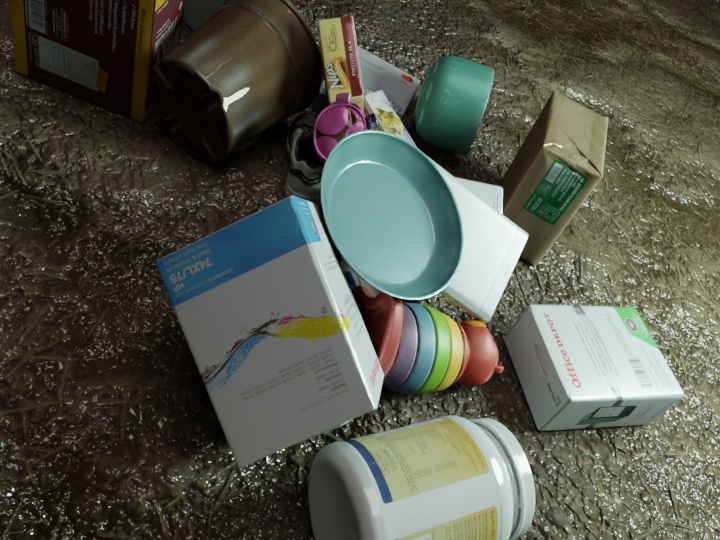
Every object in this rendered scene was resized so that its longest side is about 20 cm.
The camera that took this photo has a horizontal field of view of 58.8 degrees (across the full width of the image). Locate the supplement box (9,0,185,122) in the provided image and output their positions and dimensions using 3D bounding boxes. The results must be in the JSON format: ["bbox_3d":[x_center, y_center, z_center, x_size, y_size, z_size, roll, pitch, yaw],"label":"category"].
[{"bbox_3d":[-0.367,-0.361,0.907,0.195,0.199,0.135,20,45,-7],"label":"supplement box"}]

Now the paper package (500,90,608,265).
[{"bbox_3d":[0.301,-0.148,1.032,0.101,0.202,0.193,25,46,0],"label":"paper package"}]

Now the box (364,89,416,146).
[{"bbox_3d":[0.063,-0.201,1.046,0.038,0.042,0.204,-23,76,-21],"label":"box"}]

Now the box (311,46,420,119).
[{"bbox_3d":[0.015,-0.322,1.163,0.153,0.042,0.202,27,46,-2],"label":"box"}]

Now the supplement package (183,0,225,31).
[{"bbox_3d":[-0.244,-0.484,1.129,0.116,0.118,0.201,-26,65,-39],"label":"supplement package"}]

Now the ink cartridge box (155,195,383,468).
[{"bbox_3d":[-0.078,0.054,0.631,0.143,0.147,0.205,-23,90,5],"label":"ink cartridge box"}]

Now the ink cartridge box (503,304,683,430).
[{"bbox_3d":[0.313,0.130,0.875,0.194,0.085,0.149,3,50,-22],"label":"ink cartridge box"}]

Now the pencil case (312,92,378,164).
[{"bbox_3d":[-0.009,-0.179,0.920,0.088,0.200,0.097,-5,86,7],"label":"pencil case"}]

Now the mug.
[{"bbox_3d":[0.155,-0.289,1.139,0.111,0.186,0.156,17,68,0],"label":"mug"}]

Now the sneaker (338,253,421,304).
[{"bbox_3d":[-0.001,0.000,0.820,0.193,0.116,0.082,10,48,-16],"label":"sneaker"}]

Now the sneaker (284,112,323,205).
[{"bbox_3d":[-0.072,-0.187,0.971,0.073,0.089,0.204,8,47,-15],"label":"sneaker"}]

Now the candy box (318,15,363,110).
[{"bbox_3d":[-0.027,-0.283,0.976,0.053,0.200,0.119,-7,85,0],"label":"candy box"}]

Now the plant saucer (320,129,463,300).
[{"bbox_3d":[0.032,-0.060,0.726,0.195,0.036,0.206,14,63,-30],"label":"plant saucer"}]

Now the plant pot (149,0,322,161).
[{"bbox_3d":[-0.187,-0.276,0.934,0.198,0.202,0.199,33,53,7],"label":"plant pot"}]

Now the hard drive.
[{"bbox_3d":[0.110,-0.044,0.810,0.197,0.027,0.134,34,75,-13],"label":"hard drive"}]

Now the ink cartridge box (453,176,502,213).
[{"bbox_3d":[0.078,-0.078,0.894,0.194,0.146,0.089,7,80,-18],"label":"ink cartridge box"}]

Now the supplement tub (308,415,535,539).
[{"bbox_3d":[0.060,0.227,0.630,0.195,0.146,0.147,-5,53,-28],"label":"supplement tub"}]

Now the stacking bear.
[{"bbox_3d":[0.086,0.095,0.786,0.195,0.121,0.118,12,87,-28],"label":"stacking bear"}]
